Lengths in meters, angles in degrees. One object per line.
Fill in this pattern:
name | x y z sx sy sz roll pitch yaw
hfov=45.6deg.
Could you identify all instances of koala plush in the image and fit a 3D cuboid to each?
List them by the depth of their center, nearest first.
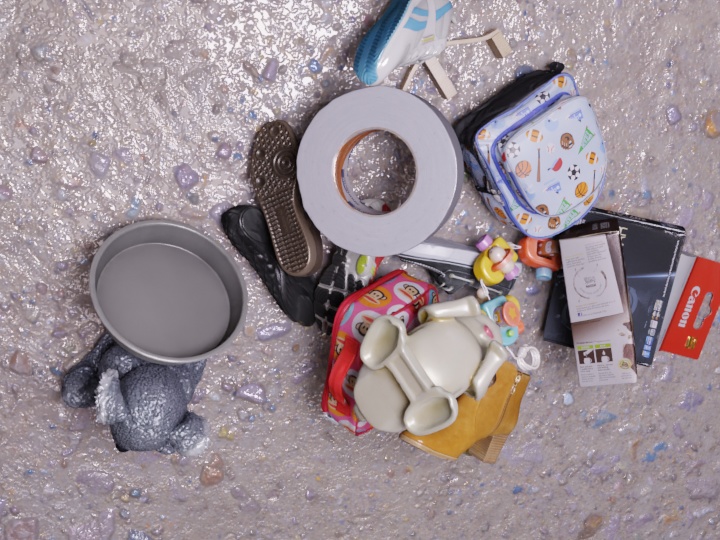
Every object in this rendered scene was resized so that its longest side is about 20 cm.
koala plush | -0.268 0.153 1.069 0.176 0.200 0.185 33 97 -19

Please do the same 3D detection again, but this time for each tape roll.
tape roll | 0.024 -0.120 1.043 0.197 0.066 0.203 2 98 13

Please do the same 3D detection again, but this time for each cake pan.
cake pan | -0.238 0.030 1.062 0.198 0.202 0.037 19 142 -18

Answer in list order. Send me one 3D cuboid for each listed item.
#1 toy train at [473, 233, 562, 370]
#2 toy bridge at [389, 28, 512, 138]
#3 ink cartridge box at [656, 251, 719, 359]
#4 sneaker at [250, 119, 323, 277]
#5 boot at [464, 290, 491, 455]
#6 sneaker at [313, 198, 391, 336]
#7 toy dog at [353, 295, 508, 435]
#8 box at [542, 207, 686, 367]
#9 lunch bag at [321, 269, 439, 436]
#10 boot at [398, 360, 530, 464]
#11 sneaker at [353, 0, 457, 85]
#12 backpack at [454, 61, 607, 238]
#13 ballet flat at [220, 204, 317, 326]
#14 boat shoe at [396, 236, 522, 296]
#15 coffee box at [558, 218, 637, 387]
toy train | 0.220 0.023 1.144 0.149 0.055 0.203 21 68 -21
toy bridge | 0.101 -0.256 1.124 0.199 0.027 0.068 -36 109 0
ink cartridge box | 0.467 0.051 1.292 0.197 0.047 0.162 14 103 -15
sneaker | -0.092 -0.091 1.111 0.069 0.075 0.203 -10 86 16
boot | 0.162 0.152 1.212 0.201 0.066 0.175 -57 140 -3
sneaker | 0.000 0.000 1.152 0.076 0.085 0.202 28 111 22
toy dog | 0.097 0.118 1.031 0.199 0.140 0.195 -23 153 -44
box | 0.359 0.020 1.223 0.158 0.044 0.203 14 105 13
lunch bag | 0.018 0.113 1.110 0.175 0.081 0.202 -29 138 -45
boot | 0.142 0.176 1.136 0.200 0.070 0.146 17 93 -42
sneaker | 0.061 -0.283 1.037 0.081 0.076 0.201 49 53 -23
backpack | 0.237 -0.144 1.131 0.199 0.154 0.192 -32 119 -3
ballet flat | -0.114 -0.007 1.146 0.066 0.056 0.201 -45 119 -27
boat shoe | 0.132 0.000 1.185 0.197 0.072 0.072 12 102 -17
coffee box | 0.322 0.041 1.155 0.079 0.113 0.203 -8 100 18
